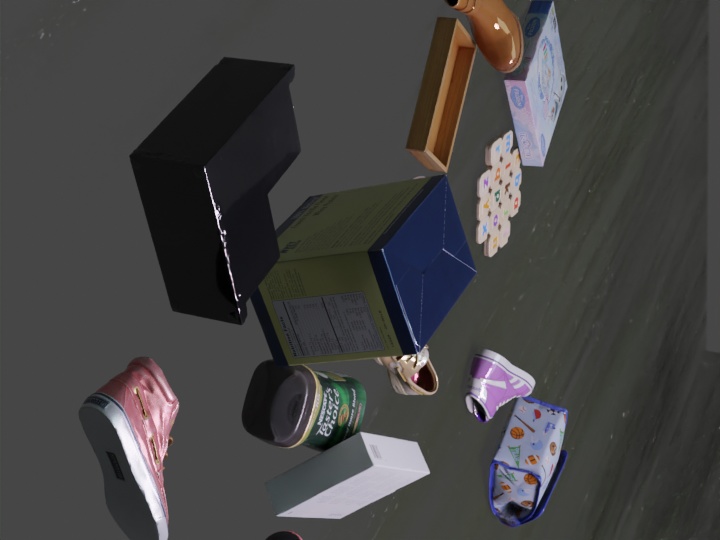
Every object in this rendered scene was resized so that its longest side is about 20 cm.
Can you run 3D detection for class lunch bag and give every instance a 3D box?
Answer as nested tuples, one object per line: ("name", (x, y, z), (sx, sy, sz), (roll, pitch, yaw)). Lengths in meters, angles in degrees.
("lunch bag", (0.312, 0.363, 2.540), (0.202, 0.122, 0.171), (91, 23, -50))

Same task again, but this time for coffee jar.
("coffee jar", (-0.069, 0.170, 1.692), (0.200, 0.084, 0.106), (22, 83, -64))

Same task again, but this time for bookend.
("bookend", (-0.136, -0.088, 1.449), (0.201, 0.091, 0.201), (-56, 146, -43))

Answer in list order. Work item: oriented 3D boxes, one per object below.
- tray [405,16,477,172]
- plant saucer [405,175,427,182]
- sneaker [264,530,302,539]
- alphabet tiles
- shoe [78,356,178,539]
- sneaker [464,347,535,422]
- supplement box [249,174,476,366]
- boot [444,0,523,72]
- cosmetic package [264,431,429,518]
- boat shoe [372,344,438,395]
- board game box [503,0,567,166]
("tray", (0.119, -0.257, 1.997), (0.098, 0.037, 0.203), (33, 70, -64))
("plant saucer", (0.062, -0.036, 1.957), (0.200, 0.034, 0.204), (-32, 126, -58))
("sneaker", (-0.111, 0.435, 1.717), (0.202, 0.073, 0.087), (-65, 152, -30))
("alphabet tiles", (0.232, -0.131, 2.307), (0.195, 0.014, 0.203), (-37, 132, -55))
("shoe", (-0.219, 0.189, 1.396), (0.091, 0.071, 0.202), (-46, 134, -42))
("sneaker", (0.236, 0.215, 2.387), (0.200, 0.072, 0.116), (31, 74, -53))
("supplement box", (0.000, 0.000, 1.606), (0.200, 0.197, 0.136), (-48, 125, -52))
("boot", (0.168, -0.381, 1.957), (0.155, 0.076, 0.203), (-23, 100, -67))
("cosmetic package", (-0.014, 0.271, 1.777), (0.052, 0.150, 0.200), (64, 16, 20))
("boat shoe", (0.069, 0.122, 1.986), (0.075, 0.068, 0.201), (-68, 153, -23))
("board game box", (0.304, -0.321, 2.344), (0.201, 0.043, 0.201), (70, 33, -47))
